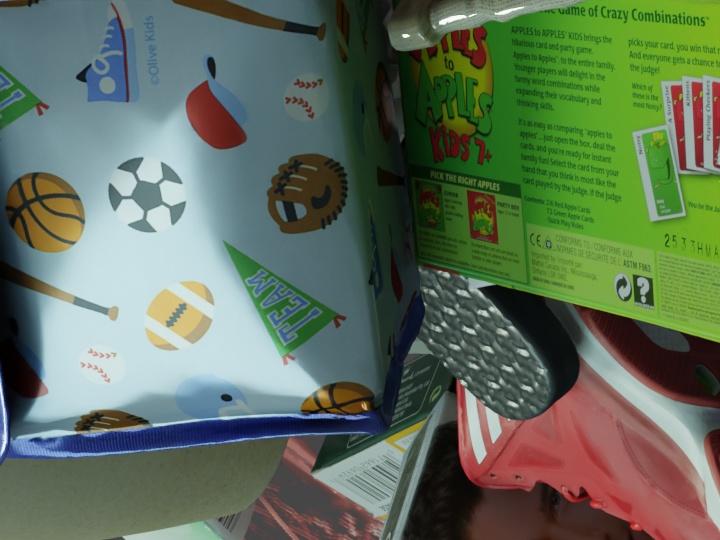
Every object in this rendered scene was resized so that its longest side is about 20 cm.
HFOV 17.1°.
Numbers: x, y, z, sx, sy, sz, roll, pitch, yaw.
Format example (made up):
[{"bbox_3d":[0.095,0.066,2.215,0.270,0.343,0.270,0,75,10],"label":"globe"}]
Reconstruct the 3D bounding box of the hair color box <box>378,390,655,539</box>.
[{"bbox_3d":[0.105,0.142,1.029,0.199,0.099,0.061,23,141,-5],"label":"hair color box"}]

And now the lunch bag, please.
[{"bbox_3d":[-0.092,-0.030,0.779,0.199,0.124,0.171,-3,111,12],"label":"lunch bag"}]

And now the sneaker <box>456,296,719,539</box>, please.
[{"bbox_3d":[0.118,0.081,0.979,0.200,0.078,0.115,55,137,-3],"label":"sneaker"}]

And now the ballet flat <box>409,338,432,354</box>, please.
[{"bbox_3d":[0.000,0.000,1.005,0.200,0.063,0.069,29,148,-11],"label":"ballet flat"}]

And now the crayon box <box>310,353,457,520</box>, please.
[{"bbox_3d":[0.093,0.112,1.135,0.200,0.052,0.126,34,149,-16],"label":"crayon box"}]

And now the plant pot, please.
[{"bbox_3d":[-0.133,0.038,0.967,0.199,0.188,0.187,14,157,-28],"label":"plant pot"}]

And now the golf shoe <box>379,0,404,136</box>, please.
[{"bbox_3d":[-0.036,-0.134,0.825,0.200,0.075,0.091,38,122,-18],"label":"golf shoe"}]

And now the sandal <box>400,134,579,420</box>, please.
[{"bbox_3d":[0.017,-0.031,0.931,0.201,0.048,0.075,52,148,-2],"label":"sandal"}]

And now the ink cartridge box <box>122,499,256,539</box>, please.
[{"bbox_3d":[-0.176,0.092,1.299,0.199,0.050,0.161,-6,139,38],"label":"ink cartridge box"}]

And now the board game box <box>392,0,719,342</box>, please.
[{"bbox_3d":[0.085,-0.041,0.727,0.200,0.047,0.102,15,114,57],"label":"board game box"}]

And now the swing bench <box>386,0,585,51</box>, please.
[{"bbox_3d":[0.048,-0.174,0.628,0.198,0.130,0.200,-7,144,41],"label":"swing bench"}]

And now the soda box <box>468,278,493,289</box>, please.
[{"bbox_3d":[0.108,-0.038,0.806,0.068,0.064,0.200,-11,-179,-30],"label":"soda box"}]
